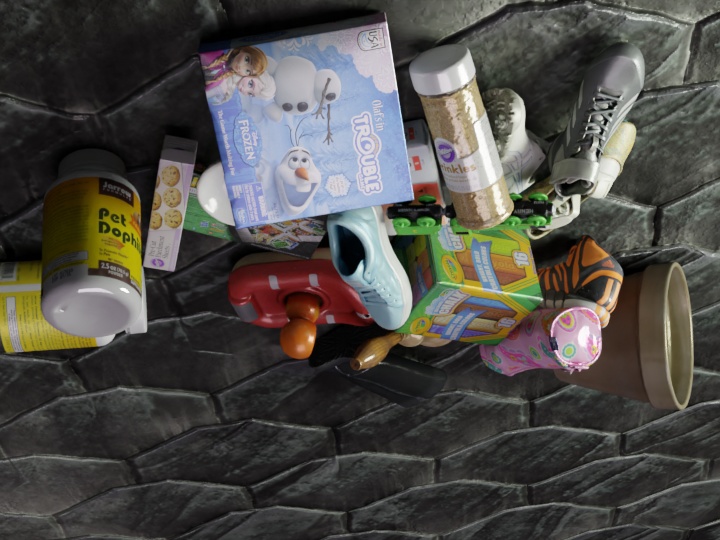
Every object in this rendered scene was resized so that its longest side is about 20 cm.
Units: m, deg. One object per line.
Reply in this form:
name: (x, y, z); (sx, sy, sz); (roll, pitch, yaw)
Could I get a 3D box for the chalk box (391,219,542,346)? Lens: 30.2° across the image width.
chalk box: (0.108, 0.005, 1.694); (0.199, 0.125, 0.124); (9, 143, -26)

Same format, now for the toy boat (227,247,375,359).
toy boat: (-0.072, 0.052, 1.701); (0.199, 0.131, 0.131); (-5, 148, 12)

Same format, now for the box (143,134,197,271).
box: (-0.221, -0.075, 1.543); (0.041, 0.039, 0.200); (11, 141, -9)

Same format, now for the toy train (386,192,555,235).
toy train: (0.130, -0.063, 1.557); (0.199, 0.042, 0.056); (0, 158, 15)

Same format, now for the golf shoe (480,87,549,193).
golf shoe: (0.175, -0.150, 1.543); (0.097, 0.079, 0.200); (-19, 155, -15)

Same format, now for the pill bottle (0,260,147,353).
pill bottle: (-0.369, 0.042, 1.659); (0.199, 0.113, 0.113); (-3, 146, -6)

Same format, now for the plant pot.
plant pot: (0.358, 0.094, 1.843); (0.173, 0.201, 0.200); (-4, 150, 24)

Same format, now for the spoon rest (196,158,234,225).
spoon rest: (-0.102, -0.119, 1.492); (0.099, 0.061, 0.200); (34, 119, -28)

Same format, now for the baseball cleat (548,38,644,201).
baseball cleat: (0.266, -0.157, 1.492); (0.069, 0.107, 0.200); (13, 138, -5)

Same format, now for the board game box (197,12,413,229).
board game box: (-0.055, -0.156, 1.409); (0.198, 0.043, 0.201); (-10, 115, 1)

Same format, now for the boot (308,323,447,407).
boot: (0.050, 0.135, 1.915); (0.200, 0.066, 0.164); (28, 149, -35)

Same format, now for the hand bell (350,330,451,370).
hand bell: (0.044, 0.086, 1.723); (0.104, 0.104, 0.200); (-36, 179, 35)

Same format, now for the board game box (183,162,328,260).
board game box: (-0.137, -0.072, 1.594); (0.199, 0.024, 0.105); (14, 142, -16)

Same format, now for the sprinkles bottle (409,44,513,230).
sprinkles bottle: (0.112, -0.144, 1.454); (0.068, 0.068, 0.201); (-15, 119, 10)

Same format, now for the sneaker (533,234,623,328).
sneaker: (0.268, 0.011, 1.782); (0.199, 0.112, 0.078); (10, 156, 43)

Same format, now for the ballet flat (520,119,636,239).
ballet flat: (0.264, -0.103, 1.619); (0.070, 0.071, 0.200); (19, 138, -34)

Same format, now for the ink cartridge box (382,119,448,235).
ink cartridge box: (-0.004, -0.096, 1.589); (0.199, 0.050, 0.162); (-14, 146, 4)

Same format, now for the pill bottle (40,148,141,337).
pill bottle: (-0.298, -0.034, 1.481); (0.109, 0.201, 0.109); (-5, 147, -4)

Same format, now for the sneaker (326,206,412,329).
sneaker: (0.000, 0.000, 1.583); (0.074, 0.082, 0.201); (0, 125, 34)

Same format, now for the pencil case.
pencil case: (0.233, 0.094, 1.737); (0.087, 0.088, 0.200); (9, 171, -24)
